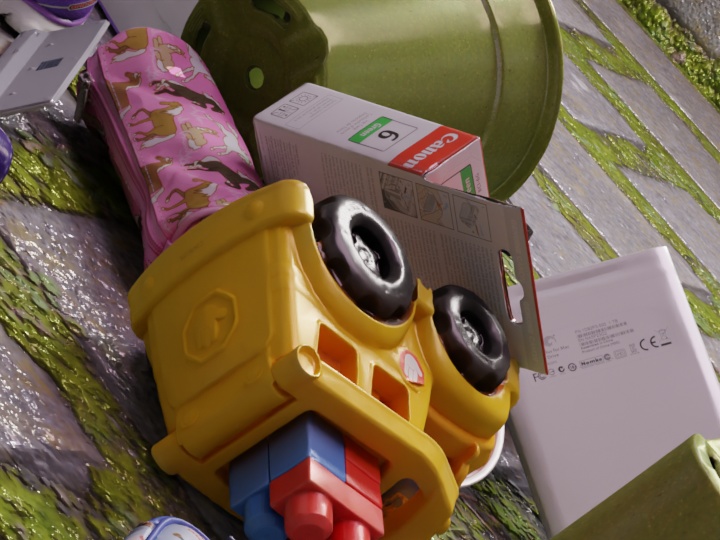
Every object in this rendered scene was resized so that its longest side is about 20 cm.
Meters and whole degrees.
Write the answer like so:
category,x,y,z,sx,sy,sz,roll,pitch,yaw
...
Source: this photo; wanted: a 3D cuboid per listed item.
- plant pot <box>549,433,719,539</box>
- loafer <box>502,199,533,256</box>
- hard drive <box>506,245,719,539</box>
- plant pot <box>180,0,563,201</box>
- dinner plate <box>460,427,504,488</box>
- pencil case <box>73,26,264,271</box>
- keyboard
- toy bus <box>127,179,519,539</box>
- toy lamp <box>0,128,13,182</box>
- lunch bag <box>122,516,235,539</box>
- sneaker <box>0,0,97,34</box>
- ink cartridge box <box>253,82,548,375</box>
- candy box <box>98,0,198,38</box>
category,x,y,z,sx,sy,sz,roll,pitch,yaw
plant pot,0.151,0.189,1.368,0.200,0.184,0.201,41,16,-14
loafer,0.058,-0.099,1.811,0.200,0.072,0.073,53,0,16
hard drive,0.158,0.093,1.659,0.026,0.131,0.201,101,-27,-67
plant pot,-0.009,-0.121,1.682,0.189,0.200,0.200,-10,54,-50
dinner plate,0.004,0.047,1.598,0.200,0.024,0.201,33,35,-26
pencil case,-0.103,-0.054,1.542,0.200,0.086,0.083,-118,-167,-47
keyboard,-0.184,-0.114,1.548,0.200,0.056,0.011,-79,162,-72
toy bus,-0.009,0.084,1.361,0.200,0.135,0.193,37,30,-35
toy lamp,-0.252,-0.093,1.308,0.199,0.058,0.058,30,21,-36
lunch bag,-0.058,0.185,1.053,0.160,0.076,0.200,46,16,-1
sneaker,-0.222,-0.204,1.620,0.200,0.083,0.081,21,27,-54
ink cartridge box,0.033,-0.024,1.485,0.199,0.050,0.110,20,-48,40
candy box,-0.086,-0.160,1.873,0.200,0.072,0.168,26,24,-50
